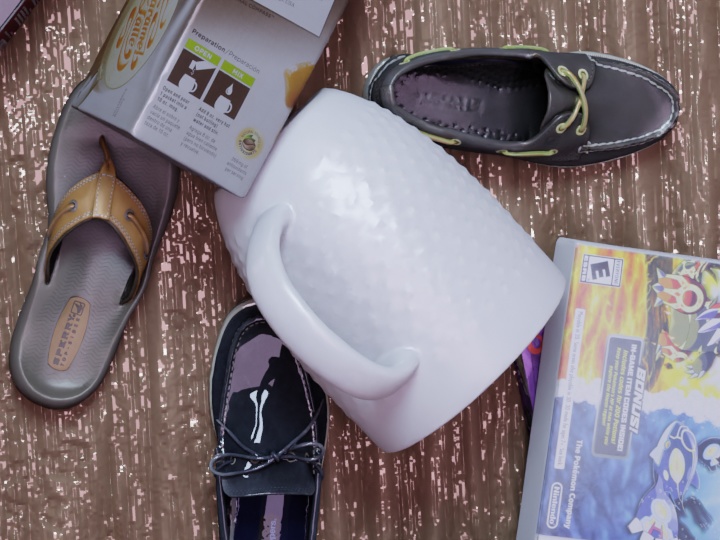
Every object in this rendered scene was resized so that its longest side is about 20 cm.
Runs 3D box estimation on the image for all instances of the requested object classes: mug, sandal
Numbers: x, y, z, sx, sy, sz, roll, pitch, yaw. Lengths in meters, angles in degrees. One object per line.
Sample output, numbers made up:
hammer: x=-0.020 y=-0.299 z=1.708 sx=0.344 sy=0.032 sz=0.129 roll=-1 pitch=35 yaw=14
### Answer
mug: x=0.000 y=0.000 z=0.899 sx=0.147 sy=0.200 sz=0.175 roll=-40 pitch=97 yaw=27
sandal: x=-0.159 y=-0.015 z=0.943 sx=0.081 sy=0.055 sz=0.202 roll=19 pitch=90 yaw=-9

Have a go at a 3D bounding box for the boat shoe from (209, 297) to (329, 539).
boat shoe: x=-0.054 y=0.117 z=0.965 sx=0.074 sy=0.062 sz=0.203 roll=1 pitch=92 yaw=-7

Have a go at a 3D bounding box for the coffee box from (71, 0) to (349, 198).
coffee box: x=-0.066 y=-0.154 z=0.881 sx=0.079 sy=0.114 sz=0.201 roll=28 pitch=90 yaw=-30

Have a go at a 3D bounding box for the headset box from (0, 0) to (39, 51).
headset box: x=-0.226 y=-0.222 z=0.909 sx=0.148 sy=0.075 sz=0.201 roll=37 pitch=88 yaw=-9

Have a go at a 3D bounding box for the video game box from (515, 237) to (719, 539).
video game box: x=0.197 y=0.091 z=0.983 sx=0.180 sy=0.047 sz=0.202 roll=6 pitch=93 yaw=-12

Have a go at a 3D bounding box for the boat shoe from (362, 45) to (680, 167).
boat shoe: x=0.103 y=-0.099 z=0.974 sx=0.199 sy=0.061 sz=0.073 roll=1 pitch=94 yaw=-9

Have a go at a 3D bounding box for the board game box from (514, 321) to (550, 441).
board game box: x=0.200 y=0.071 z=1.017 sx=0.198 sy=0.032 sz=0.121 roll=-12 pitch=100 yaw=-8
